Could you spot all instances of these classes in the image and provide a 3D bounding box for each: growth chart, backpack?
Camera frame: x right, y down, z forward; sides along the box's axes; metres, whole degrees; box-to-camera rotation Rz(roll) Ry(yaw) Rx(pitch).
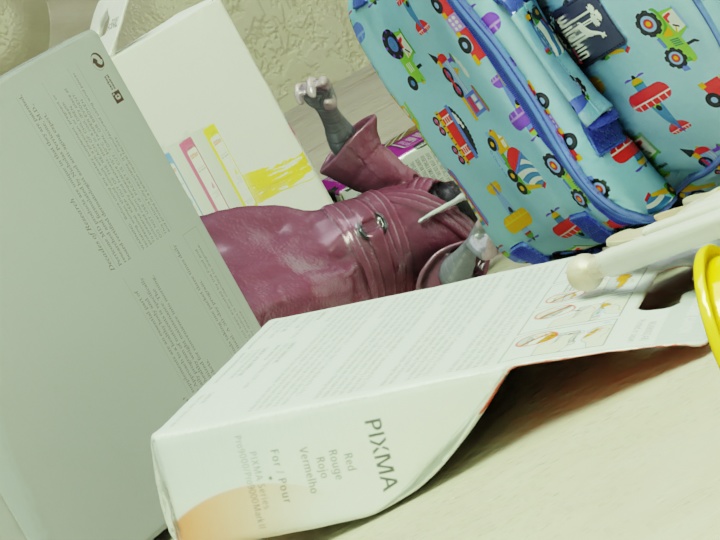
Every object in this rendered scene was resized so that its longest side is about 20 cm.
[{"bbox_3d":[0.175,-0.045,1.030,0.199,0.018,0.144,-26,2,-33],"label":"growth chart"},{"bbox_3d":[0.106,-0.105,1.121,0.134,0.183,0.200,-35,6,-23],"label":"backpack"}]

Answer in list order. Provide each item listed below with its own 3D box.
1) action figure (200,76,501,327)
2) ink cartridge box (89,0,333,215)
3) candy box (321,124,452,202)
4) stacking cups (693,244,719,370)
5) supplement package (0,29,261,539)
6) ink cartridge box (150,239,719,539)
[{"bbox_3d":[0.000,0.000,1.350,0.199,0.134,0.149,-19,-39,-17],"label":"action figure"},{"bbox_3d":[-0.100,-0.042,1.491,0.125,0.201,0.128,-31,6,-12],"label":"ink cartridge box"},{"bbox_3d":[0.077,-0.068,1.528,0.199,0.061,0.136,-30,6,-5],"label":"candy box"},{"bbox_3d":[0.186,-0.014,0.726,0.199,0.061,0.061,-22,9,19],"label":"stacking cups"},{"bbox_3d":[-0.163,0.038,1.198,0.147,0.192,0.200,-26,7,34],"label":"supplement package"},{"bbox_3d":[0.041,0.040,1.043,0.199,0.050,0.162,-9,12,16],"label":"ink cartridge box"}]
